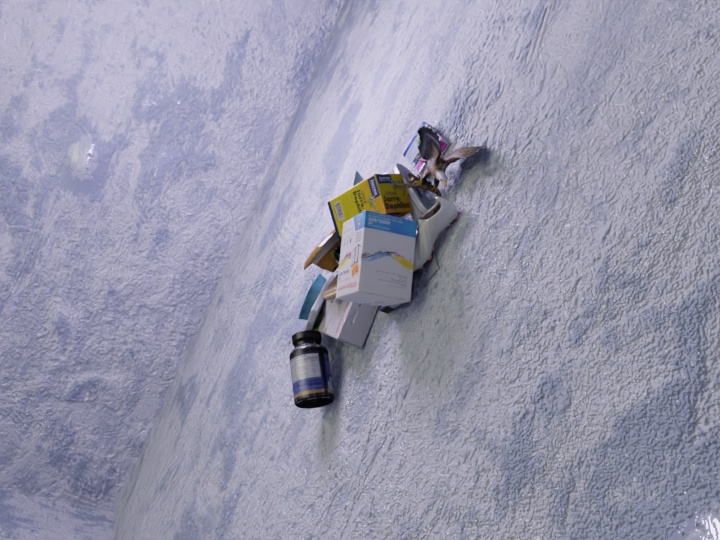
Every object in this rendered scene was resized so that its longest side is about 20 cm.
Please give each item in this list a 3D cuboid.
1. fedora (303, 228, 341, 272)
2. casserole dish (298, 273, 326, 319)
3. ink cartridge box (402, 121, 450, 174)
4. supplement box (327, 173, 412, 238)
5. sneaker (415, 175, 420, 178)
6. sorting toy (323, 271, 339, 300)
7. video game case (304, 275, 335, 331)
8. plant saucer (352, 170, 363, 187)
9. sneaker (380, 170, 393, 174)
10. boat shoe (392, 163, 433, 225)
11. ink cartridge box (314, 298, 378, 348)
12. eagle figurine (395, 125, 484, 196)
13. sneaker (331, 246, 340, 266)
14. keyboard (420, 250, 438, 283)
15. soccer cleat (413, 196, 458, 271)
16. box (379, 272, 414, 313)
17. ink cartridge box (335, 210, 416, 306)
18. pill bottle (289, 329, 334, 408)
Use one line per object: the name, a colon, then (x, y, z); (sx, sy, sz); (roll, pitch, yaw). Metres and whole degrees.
fedora: (-0.081, -0.052, 1.814); (0.201, 0.082, 0.201); (-48, -2, -2)
casserole dish: (-0.144, 0.086, 1.938); (0.200, 0.039, 0.122); (-64, -4, -71)
ink cartridge box: (0.183, -0.354, 1.781); (0.120, 0.042, 0.200); (-57, 24, 19)
supplement box: (0.023, -0.171, 1.646); (0.200, 0.109, 0.110); (-24, 80, 46)
sneaker: (0.086, -0.227, 1.768); (0.200, 0.115, 0.076); (-34, 38, 51)
sorting toy: (0.000, 0.000, 1.730); (0.185, 0.037, 0.200); (-24, 22, 32)
video game case: (-0.135, 0.136, 1.879); (0.200, 0.023, 0.183); (-66, -3, -57)
plant saucer: (-0.009, -0.220, 1.996); (0.201, 0.038, 0.202); (8, -90, -88)
sneaker: (0.090, -0.277, 1.879); (0.088, 0.075, 0.200); (-43, 21, -30)
boat shoe: (0.125, -0.198, 1.669); (0.086, 0.074, 0.202); (-48, 54, 30)
ink cartridge box: (-0.041, 0.126, 1.746); (0.200, 0.084, 0.145); (9, 76, 67)
eagle figurine: (0.202, -0.275, 1.546); (0.151, 0.151, 0.200); (46, 137, 20)
sneaker: (0.000, -0.058, 1.680); (0.199, 0.083, 0.072); (-23, 23, 33)
keyboard: (0.164, -0.051, 1.577); (0.056, 0.011, 0.201); (-46, 30, 28)
soccer cleat: (0.161, -0.090, 1.519); (0.200, 0.077, 0.069); (-57, 27, 12)
box: (0.102, 0.001, 1.615); (0.121, 0.032, 0.201); (-37, 39, 56)
ink cartridge box: (0.037, -0.023, 1.519); (0.147, 0.144, 0.201); (159, 118, -64)
pill bottle: (-0.140, 0.274, 1.725); (0.112, 0.111, 0.201); (-39, 52, 46)
